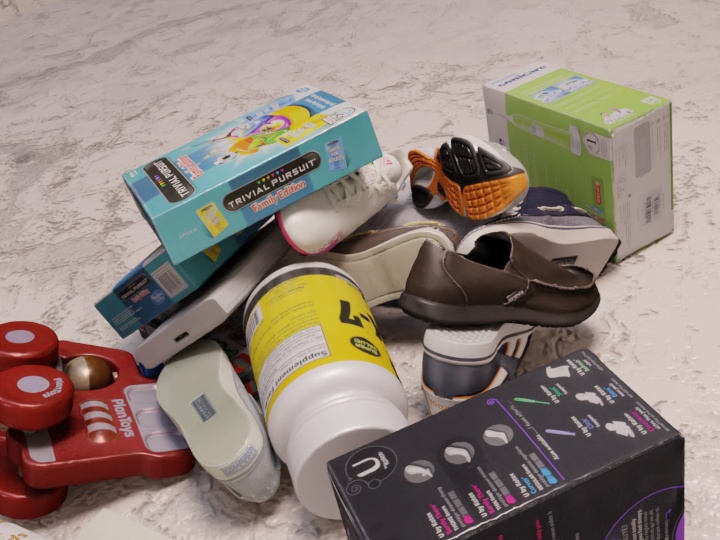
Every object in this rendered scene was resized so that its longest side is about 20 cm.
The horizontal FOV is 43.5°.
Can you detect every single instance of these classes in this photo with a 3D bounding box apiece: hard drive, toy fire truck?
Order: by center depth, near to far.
[{"bbox_3d":[-0.246,0.123,0.804,0.166,0.113,0.200,0,25,-27],"label":"toy fire truck"},{"bbox_3d":[-0.120,0.006,0.865,0.131,0.026,0.200,-32,13,38],"label":"hard drive"}]

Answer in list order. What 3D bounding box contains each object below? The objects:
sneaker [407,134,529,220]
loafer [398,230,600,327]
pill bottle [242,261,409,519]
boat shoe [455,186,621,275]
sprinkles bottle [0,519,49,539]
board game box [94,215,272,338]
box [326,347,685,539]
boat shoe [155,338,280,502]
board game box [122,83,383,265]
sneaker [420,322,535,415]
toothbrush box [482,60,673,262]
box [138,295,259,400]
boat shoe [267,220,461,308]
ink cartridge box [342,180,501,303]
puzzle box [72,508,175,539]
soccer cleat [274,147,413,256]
[{"bbox_3d":[0.117,-0.096,0.848,0.091,0.077,0.200,-13,14,-17],"label":"sneaker"},{"bbox_3d":[0.124,0.005,0.739,0.198,0.072,0.073,-1,14,-35],"label":"loafer"},{"bbox_3d":[-0.026,0.092,0.730,0.113,0.115,0.201,-17,38,-6],"label":"pill bottle"},{"bbox_3d":[0.148,-0.033,0.849,0.198,0.075,0.093,1,37,-38],"label":"boat shoe"},{"bbox_3d":[-0.219,0.217,0.610,0.198,0.069,0.068,8,37,33],"label":"sprinkles bottle"},{"bbox_3d":[-0.156,-0.031,0.902,0.150,0.047,0.200,-29,15,44],"label":"board game box"},{"bbox_3d":[0.094,0.156,0.579,0.198,0.123,0.106,-21,32,-13],"label":"box"},{"bbox_3d":[-0.119,0.128,0.762,0.070,0.072,0.201,-35,30,-7],"label":"boat shoe"},{"bbox_3d":[-0.100,-0.093,0.798,0.199,0.047,0.151,-29,27,-13],"label":"board game box"},{"bbox_3d":[0.097,0.073,0.767,0.078,0.080,0.200,11,13,24],"label":"sneaker"},{"bbox_3d":[0.225,-0.120,0.946,0.085,0.147,0.200,-26,32,-21],"label":"toothbrush box"},{"bbox_3d":[-0.133,0.058,0.911,0.110,0.035,0.199,-34,37,-29],"label":"box"},{"bbox_3d":[0.000,0.000,0.845,0.198,0.073,0.060,-16,10,23],"label":"boat shoe"},{"bbox_3d":[0.052,-0.032,0.941,0.198,0.077,0.137,5,35,26],"label":"ink cartridge box"},{"bbox_3d":[-0.157,0.247,0.627,0.198,0.026,0.133,11,39,35],"label":"puzzle box"},{"bbox_3d":[-0.010,-0.075,0.832,0.086,0.070,0.200,-32,5,27],"label":"soccer cleat"}]
